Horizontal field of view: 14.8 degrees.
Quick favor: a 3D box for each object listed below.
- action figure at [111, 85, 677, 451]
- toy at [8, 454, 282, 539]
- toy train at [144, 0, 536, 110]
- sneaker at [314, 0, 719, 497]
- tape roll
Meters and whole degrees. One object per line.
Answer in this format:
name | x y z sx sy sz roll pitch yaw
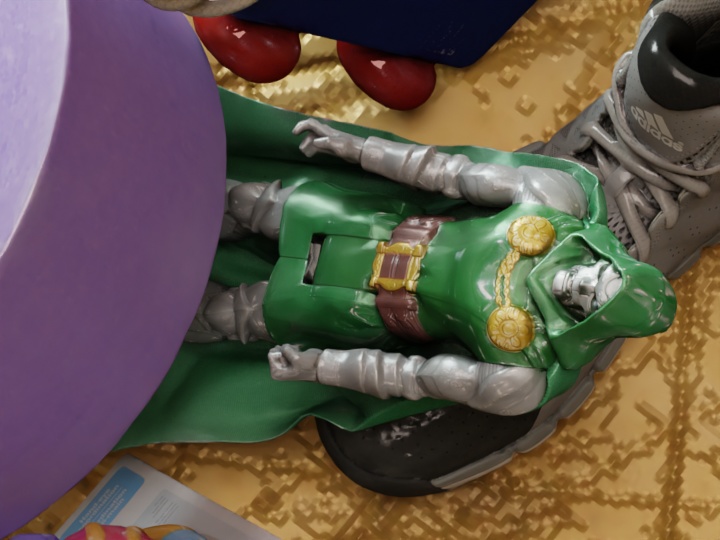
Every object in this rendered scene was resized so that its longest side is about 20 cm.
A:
action figure | 0.000 0.000 0.746 0.200 0.055 0.118 4 82 39
toy | -0.071 0.100 0.702 0.115 0.200 0.047 -48 118 -12
toy train | -0.032 -0.119 0.768 0.085 0.200 0.116 -45 63 23
sneaker | 0.063 -0.024 0.768 0.200 0.116 0.075 -42 76 -10
tape roll | -0.142 -0.023 0.753 0.200 0.085 0.200 -11 65 24
